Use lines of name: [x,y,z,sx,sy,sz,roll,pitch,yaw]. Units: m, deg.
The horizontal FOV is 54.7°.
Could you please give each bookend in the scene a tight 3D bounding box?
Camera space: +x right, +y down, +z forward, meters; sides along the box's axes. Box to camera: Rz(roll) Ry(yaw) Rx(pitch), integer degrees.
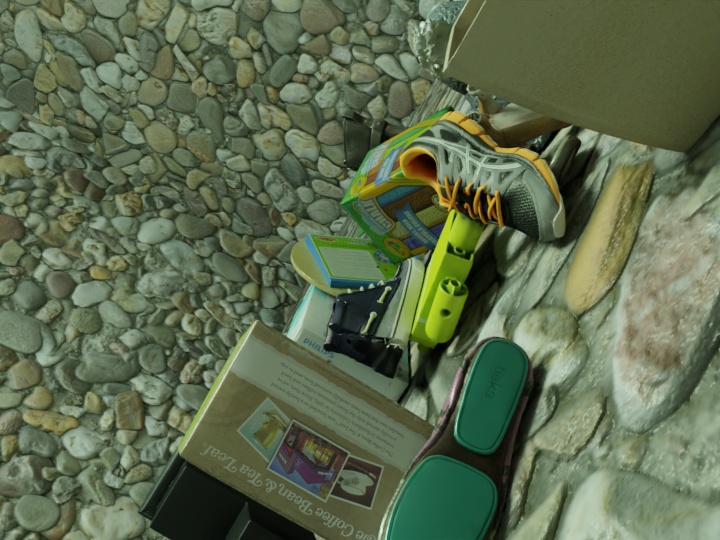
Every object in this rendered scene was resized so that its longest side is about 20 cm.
bookend: [-0.149,0.300,0.777,0.093,0.197,0.200,-58,7,-12]

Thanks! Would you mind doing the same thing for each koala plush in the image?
koala plush: [0.153,-0.245,0.832,0.185,0.198,0.178,-55,8,35]

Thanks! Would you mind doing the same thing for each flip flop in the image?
flip flop: [0.166,-0.099,0.723,0.082,0.057,0.200,-60,7,-1]

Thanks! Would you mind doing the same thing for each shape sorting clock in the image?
shape sorting clock: [0.000,0.000,0.964,0.201,0.197,0.040,-73,0,-62]

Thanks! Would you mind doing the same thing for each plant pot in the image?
plant pot: [0.186,-0.199,0.487,0.201,0.176,0.200,-57,7,28]

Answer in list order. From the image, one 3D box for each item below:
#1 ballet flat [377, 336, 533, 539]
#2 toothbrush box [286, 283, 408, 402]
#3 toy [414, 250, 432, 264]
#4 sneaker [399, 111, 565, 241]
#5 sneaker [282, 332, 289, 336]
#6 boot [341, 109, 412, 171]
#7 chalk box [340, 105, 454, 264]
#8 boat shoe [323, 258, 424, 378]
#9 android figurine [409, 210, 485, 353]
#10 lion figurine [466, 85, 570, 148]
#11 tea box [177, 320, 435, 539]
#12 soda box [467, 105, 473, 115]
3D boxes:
ballet flat: [0.067,0.137,0.479,0.072,0.068,0.201,99,-163,-54]
toothbrush box: [-0.019,0.098,0.892,0.086,0.145,0.200,-59,8,17]
toy: [0.055,0.013,1.112,0.201,0.047,0.116,-54,7,39]
sneaker: [0.112,-0.078,0.650,0.077,0.079,0.200,-29,41,-15]
sneaker: [-0.070,0.180,0.925,0.201,0.075,0.106,52,130,39]
boot: [0.060,-0.157,1.041,0.201,0.171,0.070,77,-154,-49]
chalk box: [0.065,-0.104,0.940,0.199,0.124,0.126,-22,32,40]
boat shoe: [0.018,0.036,0.817,0.201,0.091,0.075,-70,-2,-60]
android figurine: [0.096,0.002,0.765,0.183,0.040,0.202,-70,-4,-55]
lion figurine: [0.177,-0.164,0.735,0.122,0.197,0.074,36,-131,-59]
tea box: [-0.060,0.166,0.681,0.135,0.198,0.197,-61,8,-17]
soda box: [0.192,-0.219,1.008,0.070,0.063,0.201,-54,10,45]
